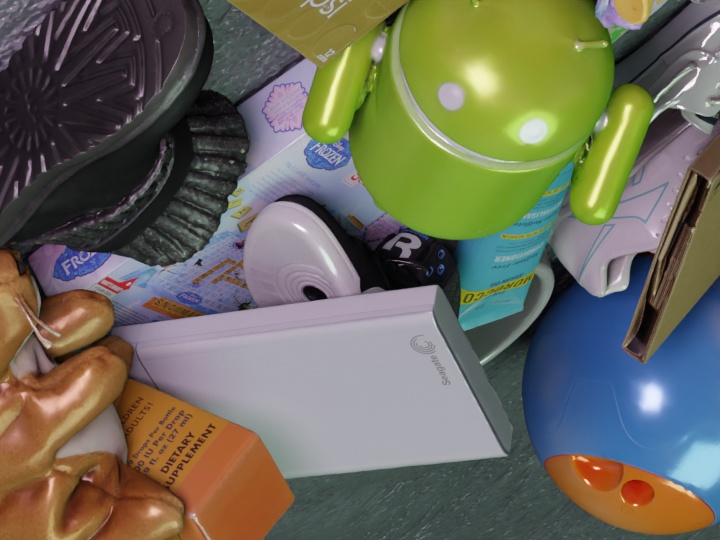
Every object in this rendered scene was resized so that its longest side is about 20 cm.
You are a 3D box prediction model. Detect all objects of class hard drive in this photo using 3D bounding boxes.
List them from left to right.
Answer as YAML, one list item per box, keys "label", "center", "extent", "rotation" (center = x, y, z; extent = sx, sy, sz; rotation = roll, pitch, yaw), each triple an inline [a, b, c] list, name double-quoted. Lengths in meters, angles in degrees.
- label: "hard drive"
  center: [-0.028, 0.069, 1.660]
  extent: [0.199, 0.027, 0.132]
  rotation: [-8, 137, 21]

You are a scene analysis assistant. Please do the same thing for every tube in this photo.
- label: "tube"
  center: [0.089, -0.025, 1.777]
  extent: [0.077, 0.051, 0.201]
  rotation: [-13, 148, -22]

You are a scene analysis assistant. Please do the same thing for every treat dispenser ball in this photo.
- label: "treat dispenser ball"
  center: [0.215, 0.088, 2.081]
  extent: [0.200, 0.202, 0.201]
  rotation: [-26, 158, -11]

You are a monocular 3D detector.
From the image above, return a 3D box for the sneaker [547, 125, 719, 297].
- label: "sneaker"
  center: [0.200, -0.060, 1.905]
  extent: [0.070, 0.081, 0.200]
  rotation: [-3, 145, -46]

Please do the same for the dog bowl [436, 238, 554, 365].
- label: "dog bowl"
  center: [0.039, 0.026, 1.912]
  extent: [0.199, 0.059, 0.200]
  rotation: [-25, 158, -11]

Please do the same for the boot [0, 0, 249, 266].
- label: "boot"
  center: [-0.105, -0.074, 1.466]
  extent: [0.157, 0.080, 0.211]
  rotation: [4, 152, -45]

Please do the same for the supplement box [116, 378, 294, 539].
- label: "supplement box"
  center: [-0.136, 0.103, 1.651]
  extent: [0.067, 0.199, 0.069]
  rotation: [-52, 138, -23]

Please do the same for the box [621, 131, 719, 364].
- label: "box"
  center: [0.241, -0.050, 1.897]
  extent: [0.200, 0.021, 0.164]
  rotation: [-45, 158, -44]

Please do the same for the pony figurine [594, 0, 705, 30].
- label: "pony figurine"
  center: [0.180, -0.197, 1.475]
  extent: [0.200, 0.166, 0.194]
  rotation: [-30, 128, -41]

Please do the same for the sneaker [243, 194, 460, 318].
- label: "sneaker"
  center: [0.000, 0.000, 1.691]
  extent: [0.112, 0.073, 0.201]
  rotation: [-60, 145, -31]

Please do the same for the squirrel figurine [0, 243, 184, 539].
- label: "squirrel figurine"
  center: [-0.218, 0.072, 1.544]
  extent: [0.199, 0.142, 0.187]
  rotation: [-23, 139, 11]

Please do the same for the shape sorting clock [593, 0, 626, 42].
- label: "shape sorting clock"
  center: [0.094, -0.140, 1.643]
  extent: [0.199, 0.039, 0.200]
  rotation: [-26, 158, -11]

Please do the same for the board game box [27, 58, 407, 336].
- label: "board game box"
  center: [-0.064, -0.026, 1.683]
  extent: [0.199, 0.041, 0.200]
  rotation: [-34, 158, 10]

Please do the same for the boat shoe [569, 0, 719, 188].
- label: "boat shoe"
  center: [0.203, -0.115, 1.804]
  extent: [0.199, 0.066, 0.072]
  rotation: [-35, 158, 12]

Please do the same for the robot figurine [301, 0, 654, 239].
- label: "robot figurine"
  center: [0.062, -0.090, 1.518]
  extent: [0.174, 0.116, 0.200]
  rotation: [19, 155, -8]

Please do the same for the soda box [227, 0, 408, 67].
- label: "soda box"
  center: [-0.044, -0.164, 1.373]
  extent: [0.068, 0.064, 0.200]
  rotation: [-36, 159, 11]
